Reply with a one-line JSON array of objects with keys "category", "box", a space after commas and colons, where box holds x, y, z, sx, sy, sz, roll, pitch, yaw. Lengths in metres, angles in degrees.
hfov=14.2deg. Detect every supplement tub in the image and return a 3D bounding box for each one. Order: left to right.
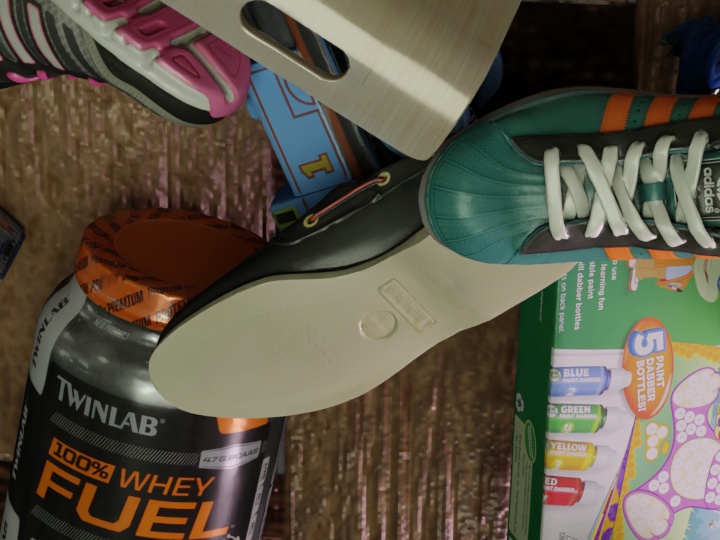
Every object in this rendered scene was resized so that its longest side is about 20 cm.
[{"category": "supplement tub", "box": [-0.098, 0.080, 1.338, 0.122, 0.123, 0.200, 12, 114, 0]}]

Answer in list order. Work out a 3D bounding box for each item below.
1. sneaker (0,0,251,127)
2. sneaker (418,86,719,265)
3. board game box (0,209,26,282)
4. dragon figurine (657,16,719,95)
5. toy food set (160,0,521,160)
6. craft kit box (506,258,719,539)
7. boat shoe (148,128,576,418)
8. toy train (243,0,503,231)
[{"category": "sneaker", "box": [-0.137, -0.108, 1.273, 0.200, 0.074, 0.088, 30, 125, 16]}, {"category": "sneaker", "box": [0.125, -0.038, 1.140, 0.200, 0.080, 0.071, -8, 99, -13]}, {"category": "board game box", "box": [-0.295, -0.040, 1.338, 0.200, 0.062, 0.200, -28, 107, 16]}, {"category": "dragon figurine", "box": [0.174, -0.098, 1.214, 0.059, 0.099, 0.200, 32, 114, -16]}, {"category": "toy food set", "box": [0.002, -0.151, 1.192, 0.143, 0.200, 0.060, 32, 137, -8]}, {"category": "craft kit box", "box": [0.167, 0.054, 1.309, 0.197, 0.049, 0.200, -8, 115, -19]}, {"category": "boat shoe", "box": [0.001, 0.002, 1.229, 0.201, 0.063, 0.074, -26, 126, 15]}, {"category": "toy train", "box": [0.004, -0.072, 1.282, 0.114, 0.087, 0.200, -17, 108, 25]}]
